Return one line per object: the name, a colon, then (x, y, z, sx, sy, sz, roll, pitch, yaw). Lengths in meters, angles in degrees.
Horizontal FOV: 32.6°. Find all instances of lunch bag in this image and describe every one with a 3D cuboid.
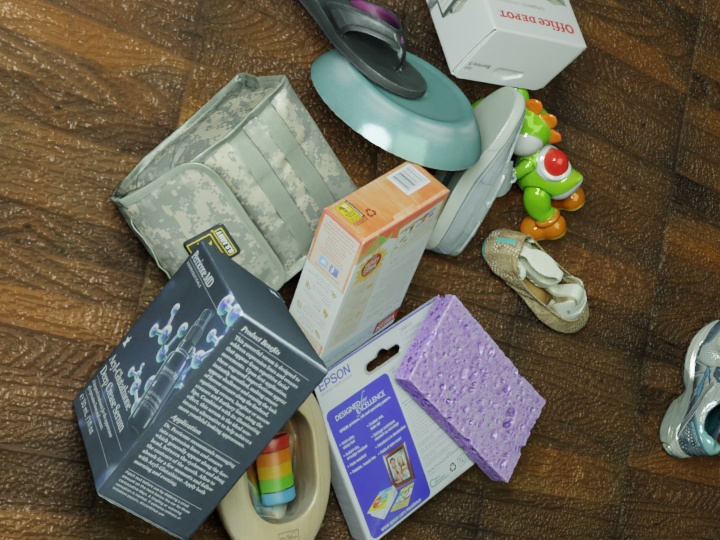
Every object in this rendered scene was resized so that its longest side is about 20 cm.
lunch bag: (-0.119, -0.065, 1.177, 0.200, 0.117, 0.165, -45, 120, -19)

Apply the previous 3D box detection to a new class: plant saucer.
plant saucer: (0.045, -0.179, 1.262, 0.198, 0.201, 0.036, 3, 130, -37)

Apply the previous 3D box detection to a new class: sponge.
sponge: (0.125, 0.132, 1.370, 0.200, 0.030, 0.112, 48, 61, -31)

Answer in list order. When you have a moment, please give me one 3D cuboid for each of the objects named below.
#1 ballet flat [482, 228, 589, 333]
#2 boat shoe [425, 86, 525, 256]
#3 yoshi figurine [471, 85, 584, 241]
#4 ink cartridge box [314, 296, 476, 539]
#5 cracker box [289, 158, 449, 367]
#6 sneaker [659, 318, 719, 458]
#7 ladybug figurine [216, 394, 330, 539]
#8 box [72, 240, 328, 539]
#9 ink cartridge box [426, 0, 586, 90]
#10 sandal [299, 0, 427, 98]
ballet flat: (0.225, 0.018, 1.472, 0.199, 0.065, 0.071, 34, 71, -33)
boat shoe: (0.131, -0.106, 1.362, 0.071, 0.070, 0.202, 21, 108, -33)
yoshi figurine: (0.183, -0.135, 1.437, 0.111, 0.113, 0.201, -26, 127, 5)
ink cartridge box: (0.038, 0.160, 1.343, 0.197, 0.043, 0.203, -30, 110, -35)
cracker box: (0.000, 0.000, 1.221, 0.133, 0.058, 0.201, -32, 154, -41)
sneaker: (0.479, 0.162, 1.656, 0.077, 0.086, 0.202, 33, 72, -34)
ladybug figurine: (-0.096, 0.195, 1.224, 0.134, 0.071, 0.204, -5, 93, -38)
box: (-0.146, 0.104, 1.091, 0.107, 0.149, 0.201, 36, 97, -32)
ink cartridge box: (0.144, -0.309, 1.342, 0.144, 0.084, 0.203, 1, 62, -38)
sandal: (-0.003, -0.251, 1.232, 0.201, 0.048, 0.075, 49, 36, 15)
